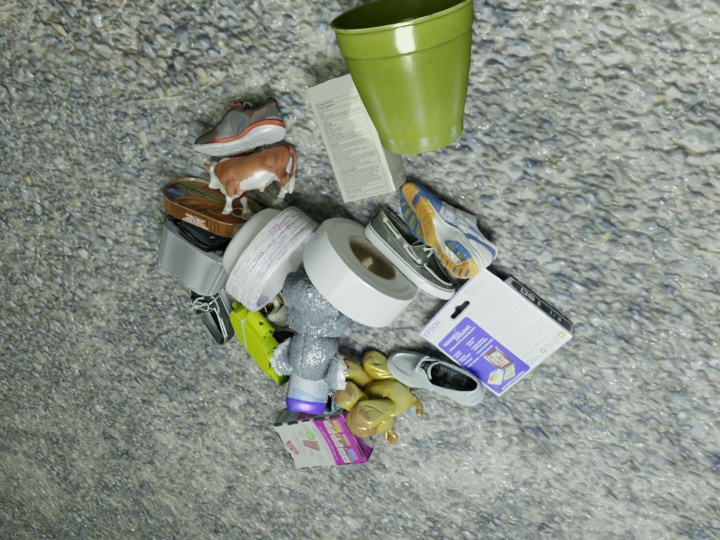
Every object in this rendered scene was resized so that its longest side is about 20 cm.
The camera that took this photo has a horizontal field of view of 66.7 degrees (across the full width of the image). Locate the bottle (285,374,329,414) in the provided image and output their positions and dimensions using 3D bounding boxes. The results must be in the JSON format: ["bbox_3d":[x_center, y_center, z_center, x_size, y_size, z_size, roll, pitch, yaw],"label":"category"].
[{"bbox_3d":[-0.096,0.186,1.109,0.083,0.065,0.200,12,80,-12],"label":"bottle"}]

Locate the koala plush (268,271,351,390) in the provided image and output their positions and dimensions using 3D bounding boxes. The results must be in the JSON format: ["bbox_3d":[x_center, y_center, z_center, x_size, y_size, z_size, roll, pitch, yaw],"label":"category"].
[{"bbox_3d":[-0.081,0.113,1.014,0.177,0.184,0.200,13,91,18],"label":"koala plush"}]

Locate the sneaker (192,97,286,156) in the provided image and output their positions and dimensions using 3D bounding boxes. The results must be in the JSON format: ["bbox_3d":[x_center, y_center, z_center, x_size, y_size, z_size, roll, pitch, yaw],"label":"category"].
[{"bbox_3d":[-0.222,-0.263,1.001,0.200,0.077,0.082,-8,85,25],"label":"sneaker"}]

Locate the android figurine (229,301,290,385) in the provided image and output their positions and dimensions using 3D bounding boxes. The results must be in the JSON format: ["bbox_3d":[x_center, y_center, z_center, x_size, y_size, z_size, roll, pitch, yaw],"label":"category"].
[{"bbox_3d":[-0.218,0.150,1.166,0.200,0.041,0.182,45,151,27],"label":"android figurine"}]

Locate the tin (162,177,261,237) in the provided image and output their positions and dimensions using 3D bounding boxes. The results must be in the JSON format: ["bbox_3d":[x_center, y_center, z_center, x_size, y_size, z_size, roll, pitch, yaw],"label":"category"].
[{"bbox_3d":[-0.287,-0.123,1.061,0.200,0.112,0.042,23,131,12],"label":"tin"}]

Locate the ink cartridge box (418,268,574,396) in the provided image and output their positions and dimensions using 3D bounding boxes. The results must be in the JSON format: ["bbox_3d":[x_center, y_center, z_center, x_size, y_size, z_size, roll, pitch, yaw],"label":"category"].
[{"bbox_3d":[0.242,0.108,0.997,0.200,0.043,0.198,38,124,-1],"label":"ink cartridge box"}]

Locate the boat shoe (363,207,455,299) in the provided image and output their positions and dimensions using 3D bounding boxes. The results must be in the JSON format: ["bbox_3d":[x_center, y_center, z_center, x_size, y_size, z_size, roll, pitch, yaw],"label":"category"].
[{"bbox_3d":[0.098,-0.029,0.971,0.200,0.071,0.064,40,117,-1],"label":"boat shoe"}]

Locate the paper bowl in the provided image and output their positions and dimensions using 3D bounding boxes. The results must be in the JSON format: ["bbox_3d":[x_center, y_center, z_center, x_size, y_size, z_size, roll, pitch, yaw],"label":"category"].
[{"bbox_3d":[-0.170,-0.032,0.997,0.104,0.201,0.201,39,123,4],"label":"paper bowl"}]

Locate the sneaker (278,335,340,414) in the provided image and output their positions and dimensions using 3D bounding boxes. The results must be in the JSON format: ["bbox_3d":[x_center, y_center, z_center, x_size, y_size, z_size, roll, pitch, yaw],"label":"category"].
[{"bbox_3d":[-0.106,0.225,1.169,0.200,0.096,0.079,43,123,-3],"label":"sneaker"}]

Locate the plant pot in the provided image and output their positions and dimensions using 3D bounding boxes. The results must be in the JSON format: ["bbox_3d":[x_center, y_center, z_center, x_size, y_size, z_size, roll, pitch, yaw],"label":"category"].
[{"bbox_3d":[0.075,-0.282,0.796,0.200,0.200,0.193,1,127,22],"label":"plant pot"}]

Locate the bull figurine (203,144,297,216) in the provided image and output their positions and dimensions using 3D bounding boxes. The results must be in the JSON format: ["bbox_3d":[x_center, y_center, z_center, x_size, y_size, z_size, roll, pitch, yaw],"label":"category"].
[{"bbox_3d":[-0.207,-0.168,1.013,0.200,0.065,0.122,-15,75,22],"label":"bull figurine"}]

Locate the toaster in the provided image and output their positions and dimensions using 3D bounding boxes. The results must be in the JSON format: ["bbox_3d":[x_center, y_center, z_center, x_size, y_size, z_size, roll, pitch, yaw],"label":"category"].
[{"bbox_3d":[-0.332,-0.042,1.120,0.200,0.114,0.129,33,125,4],"label":"toaster"}]

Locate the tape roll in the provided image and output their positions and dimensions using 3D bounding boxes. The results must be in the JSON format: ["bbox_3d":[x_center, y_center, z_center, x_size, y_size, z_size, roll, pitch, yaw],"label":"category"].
[{"bbox_3d":[0.000,0.000,0.945,0.202,0.202,0.071,41,115,-1],"label":"tape roll"}]

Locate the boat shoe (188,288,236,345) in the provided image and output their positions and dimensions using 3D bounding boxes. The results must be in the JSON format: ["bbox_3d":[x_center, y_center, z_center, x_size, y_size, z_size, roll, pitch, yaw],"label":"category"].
[{"bbox_3d":[-0.340,0.073,1.206,0.074,0.068,0.200,-11,111,27],"label":"boat shoe"}]

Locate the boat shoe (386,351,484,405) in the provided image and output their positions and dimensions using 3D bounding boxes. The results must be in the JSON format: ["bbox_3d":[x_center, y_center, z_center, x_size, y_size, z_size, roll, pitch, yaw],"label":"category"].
[{"bbox_3d":[0.140,0.194,1.046,0.201,0.070,0.072,18,153,25],"label":"boat shoe"}]

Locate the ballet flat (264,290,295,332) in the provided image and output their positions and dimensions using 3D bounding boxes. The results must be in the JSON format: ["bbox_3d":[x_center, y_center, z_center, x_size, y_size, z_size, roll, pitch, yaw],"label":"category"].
[{"bbox_3d":[-0.185,0.058,1.128,0.068,0.075,0.200,-21,106,19],"label":"ballet flat"}]

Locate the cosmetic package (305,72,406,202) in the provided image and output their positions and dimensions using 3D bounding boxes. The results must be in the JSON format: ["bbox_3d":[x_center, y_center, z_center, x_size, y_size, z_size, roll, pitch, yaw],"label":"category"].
[{"bbox_3d":[-0.004,-0.225,0.914,0.105,0.071,0.200,-8,112,26],"label":"cosmetic package"}]

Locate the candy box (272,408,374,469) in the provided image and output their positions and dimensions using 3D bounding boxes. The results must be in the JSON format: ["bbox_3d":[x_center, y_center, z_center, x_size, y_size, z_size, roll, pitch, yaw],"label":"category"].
[{"bbox_3d":[-0.085,0.379,1.259,0.200,0.061,0.137,-16,109,27],"label":"candy box"}]

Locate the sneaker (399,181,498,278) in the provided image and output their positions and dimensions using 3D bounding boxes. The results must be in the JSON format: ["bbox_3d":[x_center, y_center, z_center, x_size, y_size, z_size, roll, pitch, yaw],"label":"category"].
[{"bbox_3d":[0.149,-0.077,0.934,0.200,0.088,0.075,53,149,16],"label":"sneaker"}]

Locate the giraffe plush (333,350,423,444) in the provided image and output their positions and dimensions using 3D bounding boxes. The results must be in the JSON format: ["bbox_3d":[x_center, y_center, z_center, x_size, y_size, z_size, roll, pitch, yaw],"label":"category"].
[{"bbox_3d":[0.028,0.278,1.128,0.200,0.173,0.162,4,135,-18],"label":"giraffe plush"}]
